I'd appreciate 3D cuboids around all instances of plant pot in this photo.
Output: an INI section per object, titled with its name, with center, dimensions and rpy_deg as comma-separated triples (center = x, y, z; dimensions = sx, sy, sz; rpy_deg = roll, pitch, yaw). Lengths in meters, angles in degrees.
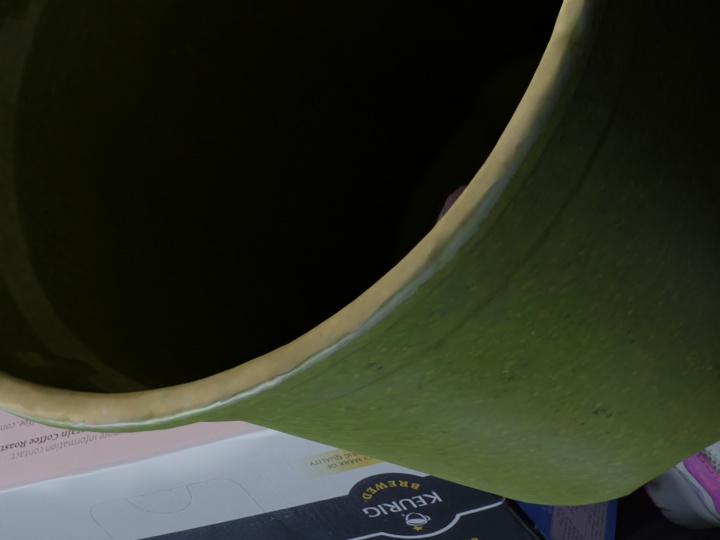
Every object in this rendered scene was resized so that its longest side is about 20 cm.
[plant pot]
center = 0.014, -0.032, 0.651
dimensions = 0.200, 0.201, 0.184
rpy_deg = 23, 175, 39

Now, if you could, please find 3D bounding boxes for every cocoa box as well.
[cocoa box]
center = -0.028, 0.043, 0.897
dimensions = 0.200, 0.134, 0.131
rpy_deg = -14, 137, 27

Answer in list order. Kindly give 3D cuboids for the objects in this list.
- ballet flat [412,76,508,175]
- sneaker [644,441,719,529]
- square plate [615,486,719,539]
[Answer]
[ballet flat]
center = -0.021, -0.065, 0.819
dimensions = 0.200, 0.068, 0.072
rpy_deg = 1, 115, 43
[sneaker]
center = 0.112, 0.026, 0.828
dimensions = 0.088, 0.081, 0.200
rpy_deg = 17, 165, 40
[square plate]
center = 0.077, 0.093, 0.949
dimensions = 0.200, 0.198, 0.029
rpy_deg = 19, 127, 47
